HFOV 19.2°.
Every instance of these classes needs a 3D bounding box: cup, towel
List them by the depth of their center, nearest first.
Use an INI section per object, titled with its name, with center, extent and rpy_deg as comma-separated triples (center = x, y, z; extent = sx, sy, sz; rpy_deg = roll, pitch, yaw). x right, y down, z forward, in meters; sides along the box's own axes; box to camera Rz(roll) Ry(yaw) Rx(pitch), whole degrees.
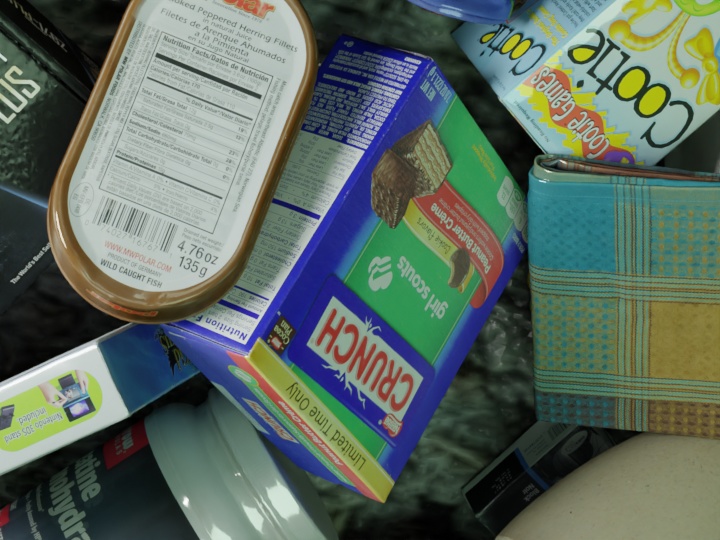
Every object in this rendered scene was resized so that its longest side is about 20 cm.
[towel]
center = 0.170, 0.019, 1.236
extent = 0.145, 0.022, 0.201
rpy_deg = 6, 133, 12
[cup]
center = 0.205, 0.176, 1.326
extent = 0.143, 0.200, 0.200
rpy_deg = -49, 120, -11

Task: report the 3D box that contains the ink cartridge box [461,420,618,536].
[ink cartridge box]
center = 0.167, 0.180, 1.431
extent = 0.099, 0.039, 0.200
rpy_deg = -43, 120, 7

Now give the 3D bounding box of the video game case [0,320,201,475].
[video game case]
center = -0.180, 0.077, 1.170
extent = 0.180, 0.200, 0.046
rpy_deg = -24, 92, 14

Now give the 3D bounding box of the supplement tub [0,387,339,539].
[supplement tub]
center = -0.127, 0.169, 1.283
extent = 0.199, 0.141, 0.141
rpy_deg = -33, 120, 2

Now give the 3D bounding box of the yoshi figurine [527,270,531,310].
[yoshi figurine]
center = 0.209, 0.018, 1.305
extent = 0.199, 0.112, 0.113
rpy_deg = 24, 68, -8

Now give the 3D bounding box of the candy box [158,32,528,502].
[candy box]
center = 0.000, 0.000, 1.201
extent = 0.201, 0.077, 0.169
rpy_deg = -58, 140, -16

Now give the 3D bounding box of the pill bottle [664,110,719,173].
[pill bottle]
center = 0.296, -0.070, 1.298
extent = 0.198, 0.115, 0.115
rpy_deg = -1, 116, -15

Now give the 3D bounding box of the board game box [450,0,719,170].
[board game box]
center = 0.169, -0.150, 1.229
extent = 0.200, 0.105, 0.103
rpy_deg = -41, 120, 7

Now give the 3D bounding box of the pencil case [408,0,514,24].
[pencil case]
center = 0.086, -0.233, 1.179
extent = 0.086, 0.078, 0.201
rpy_deg = 14, 111, -30

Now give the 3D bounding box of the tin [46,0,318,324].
[tin]
center = -0.091, -0.070, 1.117
extent = 0.111, 0.042, 0.202
rpy_deg = 22, 75, -8

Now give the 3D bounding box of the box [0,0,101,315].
[box]
center = -0.239, -0.060, 1.168
extent = 0.200, 0.086, 0.164
rpy_deg = -44, 118, 8
